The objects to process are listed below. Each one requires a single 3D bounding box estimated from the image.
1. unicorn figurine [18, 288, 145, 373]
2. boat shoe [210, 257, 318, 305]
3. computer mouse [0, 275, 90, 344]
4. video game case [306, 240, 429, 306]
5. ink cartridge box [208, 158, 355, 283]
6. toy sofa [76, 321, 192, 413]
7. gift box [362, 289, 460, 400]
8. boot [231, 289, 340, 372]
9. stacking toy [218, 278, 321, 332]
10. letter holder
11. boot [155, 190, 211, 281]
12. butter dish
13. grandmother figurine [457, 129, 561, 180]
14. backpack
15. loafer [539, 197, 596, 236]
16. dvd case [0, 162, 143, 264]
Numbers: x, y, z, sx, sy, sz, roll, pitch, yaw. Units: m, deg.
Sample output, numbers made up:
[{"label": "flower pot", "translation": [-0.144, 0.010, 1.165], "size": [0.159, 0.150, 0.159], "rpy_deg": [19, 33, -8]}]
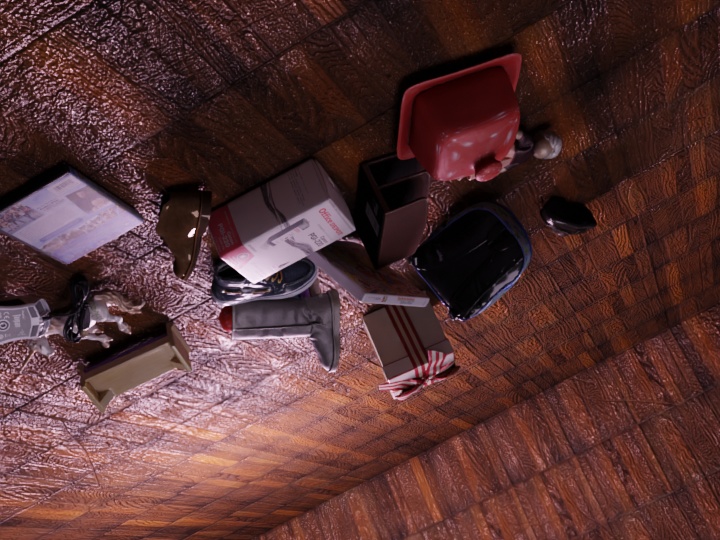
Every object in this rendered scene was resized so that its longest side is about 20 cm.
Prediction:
[{"label": "unicorn figurine", "translation": [-0.460, 0.089, 1.591], "size": [0.200, 0.074, 0.137], "rpy_deg": [-47, 141, 15]}, {"label": "boat shoe", "translation": [-0.163, 0.007, 1.682], "size": [0.198, 0.071, 0.091], "rpy_deg": [-15, 157, -18]}, {"label": "computer mouse", "translation": [-0.519, 0.068, 1.488], "size": [0.198, 0.044, 0.111], "rpy_deg": [-5, 119, -24]}, {"label": "video game case", "translation": [0.000, 0.000, 1.682], "size": [0.181, 0.200, 0.023], "rpy_deg": [6, 116, -50]}, {"label": "ink cartridge box", "translation": [-0.124, -0.076, 1.530], "size": [0.199, 0.085, 0.146], "rpy_deg": [-29, 157, 6]}, {"label": "toy sofa", "translation": [-0.421, 0.171, 1.796], "size": [0.198, 0.098, 0.083], "rpy_deg": [-24, 133, 1]}, {"label": "gift box", "translation": [0.107, 0.177, 2.161], "size": [0.183, 0.188, 0.200], "rpy_deg": [-25, 158, 2]}, {"label": "boot", "translation": [-0.138, 0.114, 1.766], "size": [0.198, 0.073, 0.184], "rpy_deg": [-7, 114, -14]}, {"label": "stacking toy", "translation": [-0.170, 0.069, 1.818], "size": [0.198, 0.086, 0.086], "rpy_deg": [-14, 156, -6]}, {"label": "letter holder", "translation": [0.076, -0.109, 1.631], "size": [0.141, 0.101, 0.201], "rpy_deg": [-20, 157, -13]}, {"label": "boot", "translation": [-0.277, -0.056, 1.467], "size": [0.075, 0.074, 0.201], "rpy_deg": [5, 144, -15]}, {"label": "butter dish", "translation": [0.167, -0.203, 1.456], "size": [0.197, 0.149, 0.200], "rpy_deg": [-19, 157, -10]}, {"label": "grandmother figurine", "translation": [0.256, -0.202, 1.662], "size": [0.198, 0.061, 0.121], "rpy_deg": [-14, 164, -17]}, {"label": "backpack", "translation": [0.227, -0.031, 1.853], "size": [0.200, 0.184, 0.147], "rpy_deg": [-41, 175, 27]}, {"label": "loafer", "translation": [0.429, -0.099, 2.022], "size": [0.071, 0.074, 0.199], "rpy_deg": [-40, 153, 29]}, {"label": "dvd case", "translation": [-0.411, -0.074, 1.340], "size": [0.142, 0.018, 0.200], "rpy_deg": [-27, 158, 8]}]
